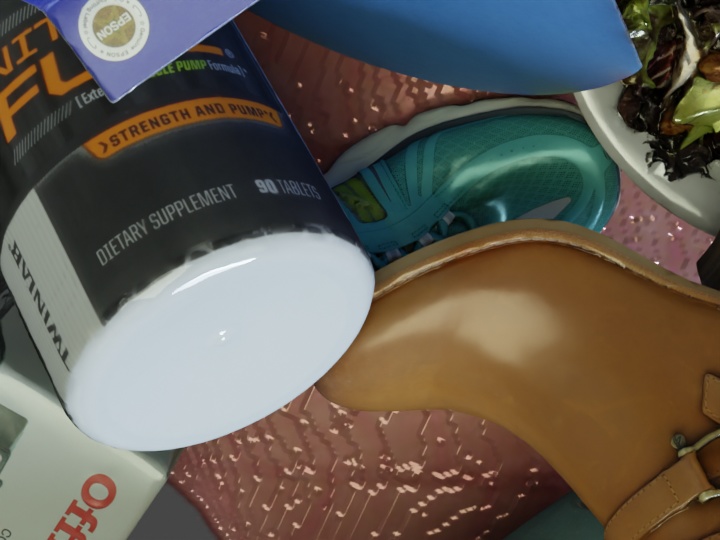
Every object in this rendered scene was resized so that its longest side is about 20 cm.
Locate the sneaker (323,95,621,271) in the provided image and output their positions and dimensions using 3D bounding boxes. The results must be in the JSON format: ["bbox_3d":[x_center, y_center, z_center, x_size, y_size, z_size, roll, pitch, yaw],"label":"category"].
[{"bbox_3d":[0.000,0.000,0.786,0.199,0.080,0.078,-21,106,3],"label":"sneaker"}]

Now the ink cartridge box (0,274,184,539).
[{"bbox_3d":[-0.180,0.061,0.822,0.200,0.083,0.147,32,109,-7],"label":"ink cartridge box"}]

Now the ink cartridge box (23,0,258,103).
[{"bbox_3d":[-0.086,-0.143,0.553,0.095,0.037,0.200,-33,107,11],"label":"ink cartridge box"}]

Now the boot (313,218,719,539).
[{"bbox_3d":[0.086,0.065,0.722,0.199,0.156,0.077,-6,153,-9],"label":"boot"}]

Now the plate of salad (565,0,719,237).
[{"bbox_3d":[0.164,-0.099,0.749,0.199,0.048,0.201,0,104,-1],"label":"plate of salad"}]

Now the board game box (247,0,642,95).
[{"bbox_3d":[0.010,-0.122,0.713,0.158,0.200,0.039,13,72,25],"label":"board game box"}]

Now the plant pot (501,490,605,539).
[{"bbox_3d":[0.051,0.195,0.783,0.196,0.200,0.200,-40,102,-7],"label":"plant pot"}]

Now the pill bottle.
[{"bbox_3d":[-0.083,-0.049,0.726,0.106,0.106,0.200,-40,59,16],"label":"pill bottle"}]
